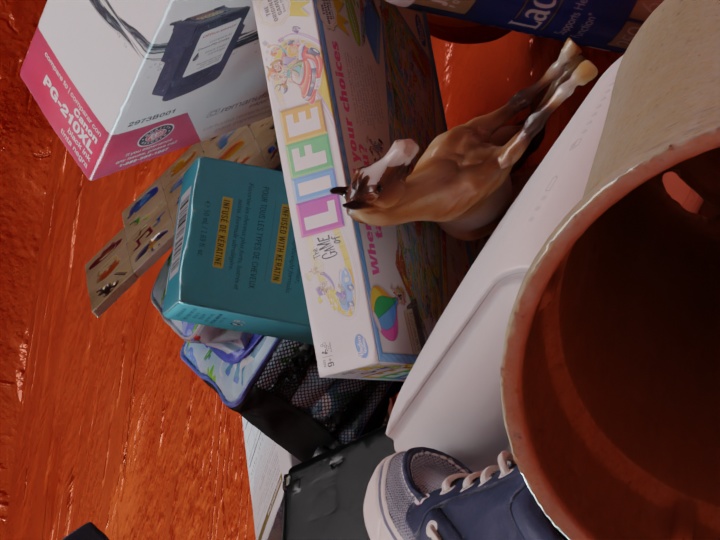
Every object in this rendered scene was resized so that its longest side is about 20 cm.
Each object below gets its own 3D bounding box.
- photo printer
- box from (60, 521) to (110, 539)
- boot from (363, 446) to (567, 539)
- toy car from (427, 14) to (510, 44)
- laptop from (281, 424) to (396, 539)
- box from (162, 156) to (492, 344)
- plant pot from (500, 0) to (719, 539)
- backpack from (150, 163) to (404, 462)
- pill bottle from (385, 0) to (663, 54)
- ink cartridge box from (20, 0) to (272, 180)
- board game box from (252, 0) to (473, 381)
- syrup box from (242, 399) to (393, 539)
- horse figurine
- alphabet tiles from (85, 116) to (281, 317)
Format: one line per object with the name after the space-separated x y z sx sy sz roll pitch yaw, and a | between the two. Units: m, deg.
0.095 -0.004 1.190 0.167 0.069 0.200 -57 -1 -34 | photo printer
-0.129 0.293 1.550 0.200 0.117 0.197 37 152 39 | box
0.063 0.110 1.108 0.091 0.073 0.200 -68 26 21 | boot
0.051 -0.211 1.491 0.200 0.175 0.150 -101 -11 -55 | toy car
0.011 0.189 1.345 0.200 0.103 0.178 -27 51 39 | laptop
0.000 0.000 1.387 0.049 0.199 0.083 146 133 -73 | box
0.152 -0.011 0.883 0.184 0.200 0.201 -80 8 -57 | plant pot
-0.019 -0.005 1.503 0.200 0.147 0.183 -52 18 0 | backpack
0.066 -0.176 1.254 0.116 0.199 0.116 -170 90 -76 | pill bottle
-0.079 -0.152 1.365 0.084 0.145 0.200 56 145 17 | ink cartridge box
0.007 -0.045 1.307 0.134 0.034 0.201 9 -111 -63 | board game box
-0.027 0.101 1.668 0.200 0.079 0.082 -101 26 -56 | syrup box
0.065 -0.057 1.279 0.132 0.050 0.200 -41 -8 7 | horse figurine
-0.086 -0.056 1.508 0.200 0.008 0.167 -44 17 5 | alphabet tiles
